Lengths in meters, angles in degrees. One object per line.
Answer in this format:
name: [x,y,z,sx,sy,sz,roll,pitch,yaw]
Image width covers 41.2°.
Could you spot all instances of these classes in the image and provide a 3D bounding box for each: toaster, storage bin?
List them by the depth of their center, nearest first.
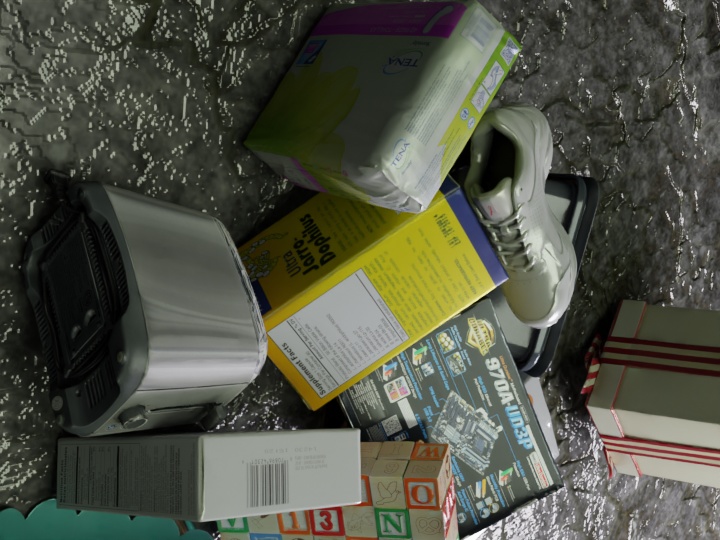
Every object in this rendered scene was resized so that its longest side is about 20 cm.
toaster: [-0.154,0.023,0.685,0.129,0.200,0.114,11,135,-47]
storage bin: [0.123,-0.016,0.942,0.134,0.146,0.200,16,94,-16]

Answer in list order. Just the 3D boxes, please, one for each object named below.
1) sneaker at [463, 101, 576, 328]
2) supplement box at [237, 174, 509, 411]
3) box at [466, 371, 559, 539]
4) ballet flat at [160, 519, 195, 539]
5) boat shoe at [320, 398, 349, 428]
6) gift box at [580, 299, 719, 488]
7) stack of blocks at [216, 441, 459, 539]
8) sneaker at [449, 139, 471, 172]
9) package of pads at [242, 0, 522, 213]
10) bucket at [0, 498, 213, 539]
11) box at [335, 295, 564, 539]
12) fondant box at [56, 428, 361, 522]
sneaker: [0.126,-0.045,0.822,0.099,0.078,0.200,-12,90,-57]
supplement box: [0.000,0.000,0.795,0.200,0.110,0.109,-34,127,0]
box: [0.099,0.195,0.999,0.200,0.097,0.125,-37,125,-26]
ballet flat: [-0.149,0.291,0.844,0.072,0.068,0.200,-27,126,-10]
boat shoe: [0.001,0.082,0.894,0.072,0.072,0.200,-1,101,-33]
gift box: [0.373,0.157,1.165,0.200,0.187,0.185,-57,136,-32]
stack of blocks: [-0.020,0.212,0.822,0.059,0.200,0.115,-53,137,-66]
sneaker: [0.053,-0.101,0.866,0.074,0.087,0.200,35,78,-34]
package of pads: [0.007,-0.130,0.743,0.068,0.200,0.155,37,78,-36]
bucket: [-0.197,0.273,0.700,0.207,0.207,0.135,5,104,-42]
box: [0.076,0.141,0.865,0.159,0.046,0.200,-26,102,-8]
fondant box: [-0.117,0.150,0.721,0.144,0.200,0.058,7,79,-43]
